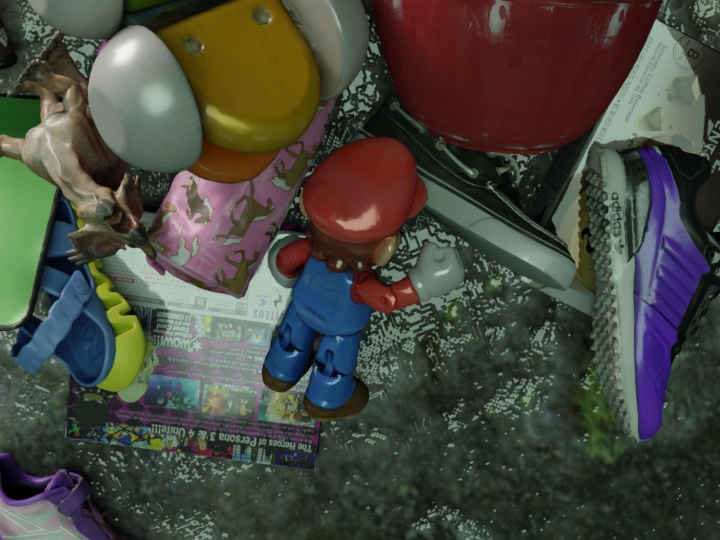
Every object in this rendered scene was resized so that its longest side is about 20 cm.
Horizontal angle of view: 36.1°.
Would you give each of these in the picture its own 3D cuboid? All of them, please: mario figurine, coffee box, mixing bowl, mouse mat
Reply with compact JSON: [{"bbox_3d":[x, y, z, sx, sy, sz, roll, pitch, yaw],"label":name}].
[{"bbox_3d":[0.000,0.000,0.759,0.121,0.107,0.202,13,122,-10],"label":"mario figurine"},{"bbox_3d":[0.200,-0.066,0.795,0.112,0.080,0.202,26,101,-5],"label":"coffee box"},{"bbox_3d":[0.095,-0.142,0.729,0.196,0.201,0.110,5,110,-1],"label":"mixing bowl"},{"bbox_3d":[-0.288,-0.048,0.766,0.158,0.008,0.203,4,57,-1],"label":"mouse mat"}]

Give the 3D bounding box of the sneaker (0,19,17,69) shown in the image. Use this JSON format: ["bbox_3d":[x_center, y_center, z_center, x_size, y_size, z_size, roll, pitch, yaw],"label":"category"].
[{"bbox_3d":[-0.262,-0.208,0.778,0.198,0.076,0.116,-33,105,17],"label":"sneaker"}]

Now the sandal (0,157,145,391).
[{"bbox_3d":[-0.229,-0.002,0.778,0.080,0.087,0.201,-45,70,28],"label":"sandal"}]

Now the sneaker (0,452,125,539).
[{"bbox_3d":[-0.225,0.204,0.855,0.197,0.080,0.090,24,93,-4],"label":"sneaker"}]

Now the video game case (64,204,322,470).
[{"bbox_3d":[-0.118,0.049,0.841,0.196,0.036,0.185,7,100,-1],"label":"video game case"}]

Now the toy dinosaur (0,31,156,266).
[{"bbox_3d":[-0.184,-0.078,0.754,0.135,0.201,0.086,41,118,-19],"label":"toy dinosaur"}]

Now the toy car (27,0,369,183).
[{"bbox_3d":[-0.106,-0.147,0.676,0.173,0.150,0.202,-28,84,-28],"label":"toy car"}]

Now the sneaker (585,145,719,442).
[{"bbox_3d":[0.207,0.016,0.737,0.097,0.070,0.204,-6,103,-1],"label":"sneaker"}]

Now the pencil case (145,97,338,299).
[{"bbox_3d":[-0.080,-0.081,0.772,0.082,0.086,0.203,26,86,-25],"label":"pencil case"}]

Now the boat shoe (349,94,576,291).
[{"bbox_3d":[0.075,-0.060,0.765,0.199,0.071,0.064,37,90,28],"label":"boat shoe"}]
